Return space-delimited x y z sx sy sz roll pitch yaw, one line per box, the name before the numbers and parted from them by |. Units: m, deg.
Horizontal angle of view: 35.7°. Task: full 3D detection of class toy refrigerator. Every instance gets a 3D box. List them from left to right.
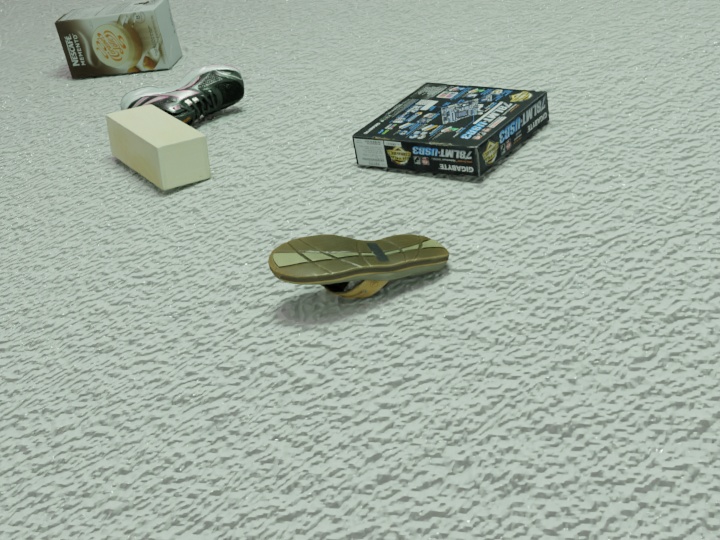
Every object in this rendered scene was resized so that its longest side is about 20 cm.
toy refrigerator | -0.292 -0.177 1.605 0.075 0.071 0.200 -18 29 -28

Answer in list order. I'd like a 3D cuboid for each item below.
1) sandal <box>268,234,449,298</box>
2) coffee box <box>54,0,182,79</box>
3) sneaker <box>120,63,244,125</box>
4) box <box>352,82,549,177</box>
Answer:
sandal | 0.000 0.000 1.205 0.198 0.055 0.081 -4 31 -18
coffee box | -0.443 -0.425 2.056 0.198 0.115 0.080 -4 29 15
sneaker | -0.271 -0.250 1.739 0.198 0.081 0.087 -20 41 0
box | 0.123 -0.192 1.502 0.197 0.050 0.200 11 35 34
